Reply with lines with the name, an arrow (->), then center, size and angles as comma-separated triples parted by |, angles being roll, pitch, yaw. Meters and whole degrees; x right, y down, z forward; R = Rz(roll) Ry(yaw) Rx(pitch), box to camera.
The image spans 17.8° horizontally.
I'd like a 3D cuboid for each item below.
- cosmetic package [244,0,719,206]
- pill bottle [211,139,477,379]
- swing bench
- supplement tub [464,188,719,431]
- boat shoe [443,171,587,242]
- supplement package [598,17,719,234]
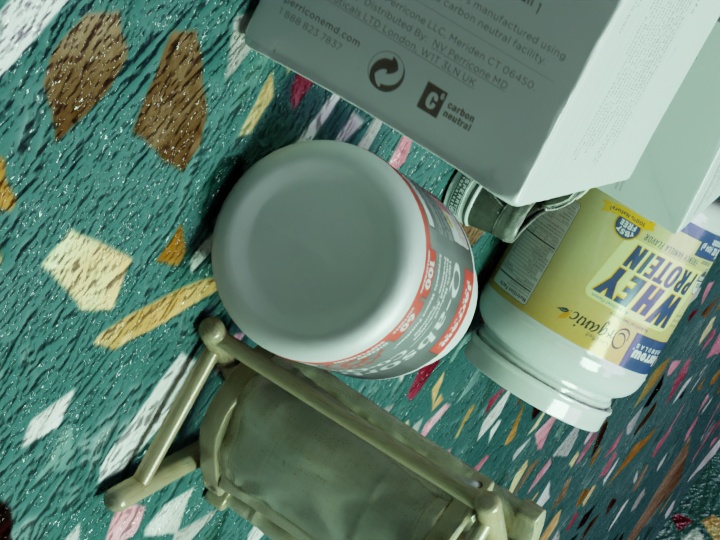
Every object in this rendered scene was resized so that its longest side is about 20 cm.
cosmetic package -> 0.078, -0.147, 1.142 | 0.166, 0.164, 0.200 | -62, 162, 16
pill bottle -> 0.000, 0.000, 1.268 | 0.116, 0.116, 0.200 | -59, 164, 2
swing bench -> -0.010, 0.134, 1.334 | 0.130, 0.198, 0.200 | -59, 164, 4
supplement tub -> 0.180, 0.008, 1.768 | 0.201, 0.144, 0.144 | -61, 164, 8
boat shoe -> 0.130, -0.071, 1.620 | 0.200, 0.063, 0.071 | -39, 156, -49
supplement package -> 0.219, -0.151, 1.578 | 0.200, 0.151, 0.151 | -35, 153, -54
